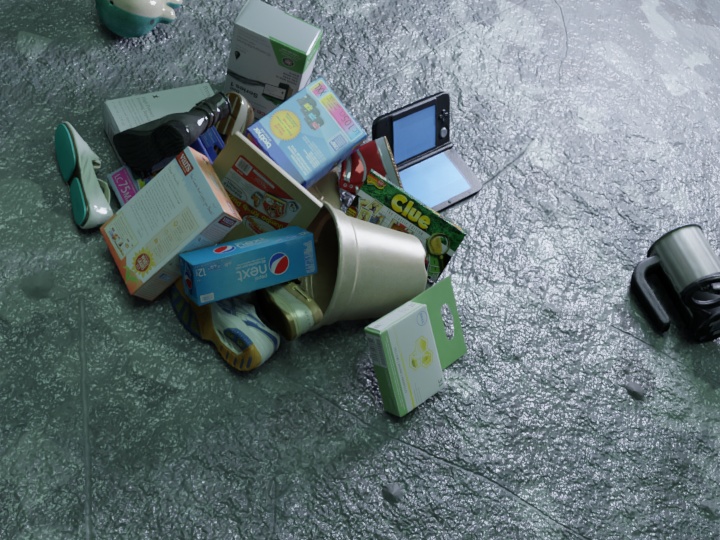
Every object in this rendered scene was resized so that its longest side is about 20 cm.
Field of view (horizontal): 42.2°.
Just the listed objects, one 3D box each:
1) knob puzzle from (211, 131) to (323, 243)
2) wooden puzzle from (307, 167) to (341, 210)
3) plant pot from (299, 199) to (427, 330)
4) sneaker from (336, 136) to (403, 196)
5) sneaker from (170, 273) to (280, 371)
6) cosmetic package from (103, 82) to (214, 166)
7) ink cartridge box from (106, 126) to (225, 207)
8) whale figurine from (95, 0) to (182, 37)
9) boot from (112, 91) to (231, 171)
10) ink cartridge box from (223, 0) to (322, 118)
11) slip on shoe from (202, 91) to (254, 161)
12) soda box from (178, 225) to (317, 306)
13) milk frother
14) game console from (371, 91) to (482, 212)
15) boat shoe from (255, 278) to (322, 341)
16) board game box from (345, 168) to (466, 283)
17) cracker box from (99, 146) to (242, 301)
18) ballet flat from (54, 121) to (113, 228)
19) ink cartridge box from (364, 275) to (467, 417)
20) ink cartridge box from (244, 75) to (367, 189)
[{"bbox_3d":[-0.171,-0.103,1.486,0.217,0.222,0.031,28,40,4],"label":"knob puzzle"},{"bbox_3d":[-0.132,-0.160,1.651,0.196,0.047,0.188,9,52,-19],"label":"wooden puzzle"},{"bbox_3d":[0.000,0.000,1.496,0.180,0.201,0.203,6,51,-29],"label":"plant pot"},{"bbox_3d":[0.025,-0.124,1.656,0.110,0.071,0.204,-18,87,6],"label":"sneaker"},{"bbox_3d":[-0.210,0.072,1.442,0.200,0.076,0.088,44,34,15],"label":"sneaker"},{"bbox_3d":[-0.339,-0.256,1.631,0.197,0.075,0.103,-19,62,-28],"label":"cosmetic package"},{"bbox_3d":[-0.307,-0.156,1.532,0.198,0.042,0.120,-31,65,-5],"label":"ink cartridge box"},{"bbox_3d":[-0.425,-0.508,1.790,0.157,0.105,0.200,32,26,7],"label":"whale figurine"},{"bbox_3d":[-0.300,-0.225,1.502,0.197,0.071,0.132,0,33,41],"label":"boot"},{"bbox_3d":[-0.164,-0.370,1.695,0.144,0.201,0.085,23,53,1],"label":"ink cartridge box"},{"bbox_3d":[-0.243,-0.204,1.597,0.075,0.060,0.203,19,83,27],"label":"slip on shoe"},{"bbox_3d":[-0.166,-0.010,1.397,0.197,0.066,0.068,-15,21,-27],"label":"soda box"},{"bbox_3d":[0.605,0.003,1.680,0.177,0.202,0.191,-10,57,-20],"label":"milk frother"},{"bbox_3d":[0.129,-0.215,1.737,0.198,0.174,0.117,-27,39,-34],"label":"game console"},{"bbox_3d":[-0.115,0.046,1.439,0.065,0.075,0.200,-18,30,-17],"label":"boat shoe"},{"bbox_3d":[0.075,-0.076,1.607,0.198,0.106,0.023,32,15,-1],"label":"board game box"},{"bbox_3d":[-0.291,-0.070,1.422,0.135,0.199,0.057,57,15,26],"label":"cracker box"},{"bbox_3d":[-0.451,-0.153,1.528,0.068,0.070,0.203,-10,62,-25],"label":"ballet flat"},{"bbox_3d":[0.103,0.115,1.465,0.198,0.148,0.048,-28,24,-33],"label":"ink cartridge box"},{"bbox_3d":[-0.107,-0.213,1.581,0.199,0.076,0.137,-39,88,-18],"label":"ink cartridge box"}]
